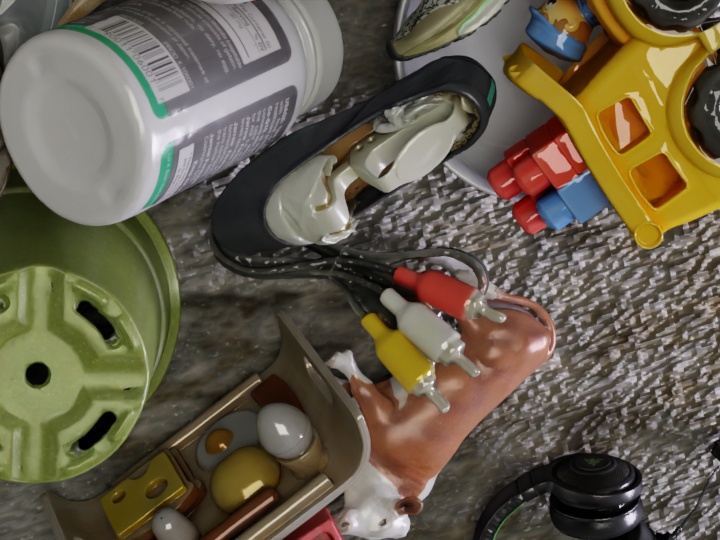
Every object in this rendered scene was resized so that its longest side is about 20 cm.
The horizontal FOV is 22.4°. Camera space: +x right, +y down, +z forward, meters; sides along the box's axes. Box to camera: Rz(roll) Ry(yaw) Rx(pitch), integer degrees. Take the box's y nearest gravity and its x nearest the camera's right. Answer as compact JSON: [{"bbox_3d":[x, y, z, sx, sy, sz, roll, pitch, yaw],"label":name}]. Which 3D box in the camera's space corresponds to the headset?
[{"bbox_3d":[0.173,0.173,1.253,0.200,0.094,0.124,-24,109,8],"label":"headset"}]

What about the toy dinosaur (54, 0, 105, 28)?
[{"bbox_3d":[-0.120,-0.211,1.070,0.200,0.058,0.101,-46,132,-25],"label":"toy dinosaur"}]

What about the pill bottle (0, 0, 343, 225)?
[{"bbox_3d":[-0.103,-0.109,1.060,0.200,0.113,0.113,-31,110,-49],"label":"pill bottle"}]

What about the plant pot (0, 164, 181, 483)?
[{"bbox_3d":[-0.196,0.041,1.074,0.199,0.190,0.201,-2,100,-11],"label":"plant pot"}]

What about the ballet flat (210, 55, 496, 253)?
[{"bbox_3d":[-0.004,-0.061,1.101,0.200,0.073,0.073,-31,105,9],"label":"ballet flat"}]

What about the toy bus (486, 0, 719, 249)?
[{"bbox_3d":[0.152,-0.113,1.098,0.192,0.136,0.200,-31,104,11],"label":"toy bus"}]

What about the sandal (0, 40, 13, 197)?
[{"bbox_3d":[-0.246,-0.110,1.053,0.081,0.055,0.201,-8,79,-11],"label":"sandal"}]

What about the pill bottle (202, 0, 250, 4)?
[{"bbox_3d":[-0.036,-0.220,1.049,0.114,0.200,0.115,7,106,25],"label":"pill bottle"}]

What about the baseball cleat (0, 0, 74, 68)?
[{"bbox_3d":[-0.213,-0.184,1.091,0.106,0.070,0.201,-6,101,-12],"label":"baseball cleat"}]

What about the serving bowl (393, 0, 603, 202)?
[{"bbox_3d":[0.113,-0.146,1.172,0.200,0.066,0.201,-2,100,-11],"label":"serving bowl"}]

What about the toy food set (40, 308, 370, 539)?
[{"bbox_3d":[-0.100,0.120,1.127,0.200,0.144,0.060,-37,125,-4],"label":"toy food set"}]

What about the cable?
[{"bbox_3d":[0.000,0.000,1.142,0.200,0.050,0.097,33,84,10],"label":"cable"}]

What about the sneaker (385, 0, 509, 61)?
[{"bbox_3d":[0.066,-0.213,1.081,0.089,0.077,0.200,39,82,-15],"label":"sneaker"}]

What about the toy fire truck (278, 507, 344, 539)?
[{"bbox_3d":[-0.106,0.206,1.148,0.200,0.141,0.049,-29,105,-6],"label":"toy fire truck"}]

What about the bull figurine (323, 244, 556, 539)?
[{"bbox_3d":[0.036,0.081,1.195,0.200,0.065,0.121,-45,100,-7],"label":"bull figurine"}]
